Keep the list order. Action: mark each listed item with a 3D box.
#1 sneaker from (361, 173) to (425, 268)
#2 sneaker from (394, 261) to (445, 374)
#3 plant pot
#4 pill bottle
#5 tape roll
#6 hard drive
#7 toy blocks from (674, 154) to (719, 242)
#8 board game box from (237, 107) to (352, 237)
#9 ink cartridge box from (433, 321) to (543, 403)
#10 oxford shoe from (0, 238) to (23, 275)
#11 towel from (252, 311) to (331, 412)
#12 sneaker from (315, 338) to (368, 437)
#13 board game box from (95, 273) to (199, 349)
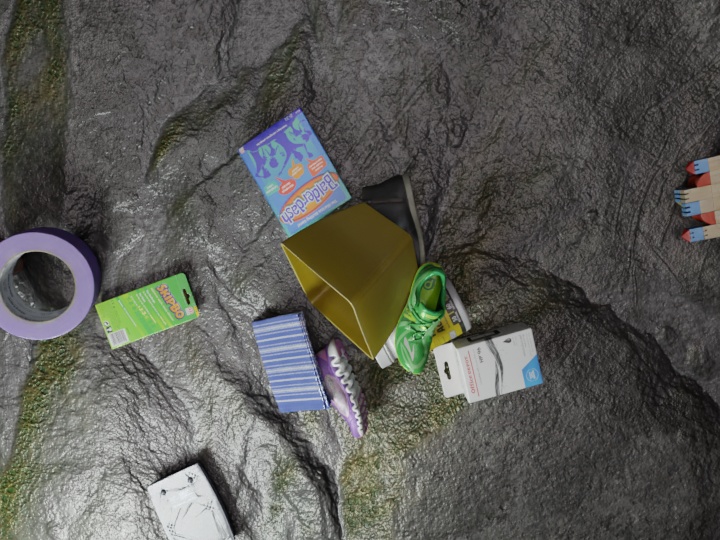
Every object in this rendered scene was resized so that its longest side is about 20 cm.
[{"bbox_3d":[0.068,-0.080,1.120,0.103,0.075,0.206,-13,87,6],"label":"sneaker"},{"bbox_3d":[0.109,0.085,1.016,0.072,0.084,0.206,12,92,-4],"label":"sneaker"},{"bbox_3d":[0.000,0.000,1.043,0.176,0.202,0.199,-43,56,-16],"label":"plant pot"},{"bbox_3d":[0.111,0.110,1.115,0.196,0.111,0.113,-29,96,3],"label":"pill bottle"},{"bbox_3d":[-0.612,0.023,1.088,0.194,0.085,0.207,-3,102,-16],"label":"tape roll"},{"bbox_3d":[-0.350,0.513,1.188,0.132,0.042,0.205,-24,96,2],"label":"hard drive"},{"bbox_3d":[0.691,-0.146,1.110,0.133,0.100,0.206,-10,97,12],"label":"toy blocks"},{"bbox_3d":[-0.128,-0.190,1.114,0.150,0.045,0.203,-32,96,3],"label":"board game box"},{"bbox_3d":[0.257,0.191,1.146,0.194,0.068,0.119,-16,96,2],"label":"ink cartridge box"},{"bbox_3d":[-0.775,-0.034,1.127,0.196,0.071,0.076,27,127,-8],"label":"oxford shoe"},{"bbox_3d":[-0.140,0.189,1.137,0.142,0.024,0.206,-13,96,35],"label":"towel"},{"bbox_3d":[-0.047,0.247,1.150,0.086,0.080,0.205,-22,91,9],"label":"sneaker"},{"bbox_3d":[-0.431,0.081,1.150,0.195,0.030,0.098,-19,96,4],"label":"board game box"}]
